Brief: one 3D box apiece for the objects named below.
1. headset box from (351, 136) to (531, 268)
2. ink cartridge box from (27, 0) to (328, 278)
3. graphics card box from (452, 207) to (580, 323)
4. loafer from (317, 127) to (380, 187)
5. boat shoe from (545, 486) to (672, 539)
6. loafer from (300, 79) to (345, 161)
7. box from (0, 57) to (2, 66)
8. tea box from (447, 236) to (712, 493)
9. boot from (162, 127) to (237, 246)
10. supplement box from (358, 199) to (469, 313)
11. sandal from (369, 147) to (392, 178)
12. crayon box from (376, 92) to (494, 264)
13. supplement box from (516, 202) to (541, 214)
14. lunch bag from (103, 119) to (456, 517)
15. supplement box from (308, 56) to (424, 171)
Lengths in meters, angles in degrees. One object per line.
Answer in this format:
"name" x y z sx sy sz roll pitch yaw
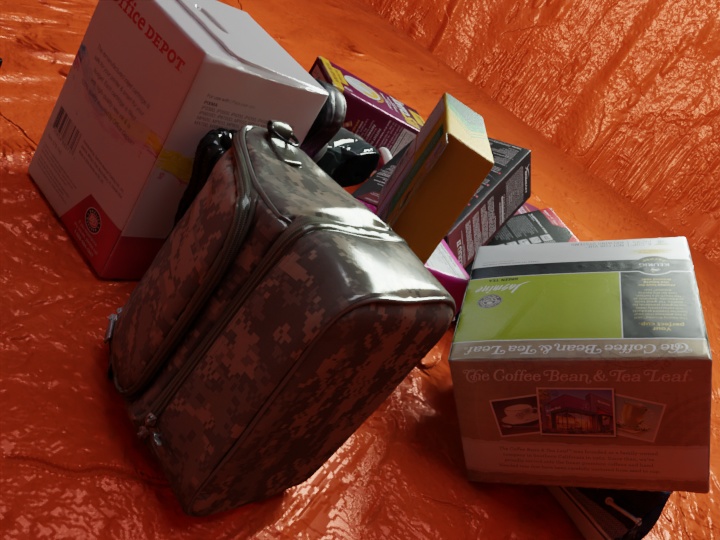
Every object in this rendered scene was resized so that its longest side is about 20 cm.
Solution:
"headset box" 0.094 -0.085 0.922 0.147 0.078 0.200 23 54 33
"ink cartridge box" -0.154 -0.117 0.636 0.144 0.201 0.146 0 40 -53
"graphics card box" 0.168 -0.008 0.929 0.197 0.051 0.126 -12 39 -11
"loafer" -0.059 -0.143 0.935 0.072 0.073 0.199 47 28 20
"boat shoe" 0.207 0.166 0.723 0.200 0.093 0.074 48 26 26
"loafer" -0.063 -0.133 0.733 0.071 0.074 0.199 5 -6 -31
"box" -0.365 -0.129 0.469 0.198 0.125 0.149 34 22 -1
"tea box" 0.195 0.076 0.675 0.197 0.136 0.197 -2 28 20
"boot" -0.058 -0.004 0.603 0.209 0.159 0.080 22 25 -27
"supplement box" 0.000 0.000 0.749 0.198 0.102 0.104 20 27 -33
"sandal" 0.033 -0.111 1.066 0.049 0.083 0.204 -13 34 0
"crayon box" 0.063 -0.077 0.692 0.051 0.127 0.201 31 23 -7
"supplement box" 0.179 -0.054 1.084 0.198 0.111 0.086 20 28 -31
"lunch bag" -0.068 0.029 0.485 0.138 0.201 0.168 5 40 -53
"supplement box" 0.003 -0.226 1.185 0.198 0.104 0.132 22 24 -28
